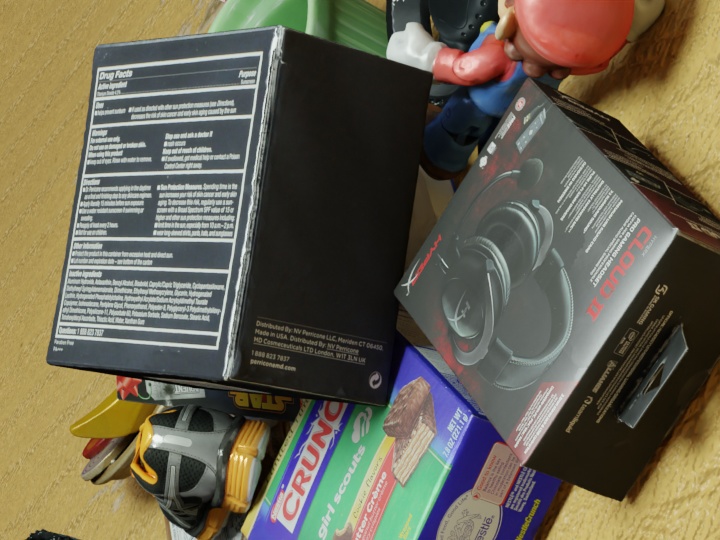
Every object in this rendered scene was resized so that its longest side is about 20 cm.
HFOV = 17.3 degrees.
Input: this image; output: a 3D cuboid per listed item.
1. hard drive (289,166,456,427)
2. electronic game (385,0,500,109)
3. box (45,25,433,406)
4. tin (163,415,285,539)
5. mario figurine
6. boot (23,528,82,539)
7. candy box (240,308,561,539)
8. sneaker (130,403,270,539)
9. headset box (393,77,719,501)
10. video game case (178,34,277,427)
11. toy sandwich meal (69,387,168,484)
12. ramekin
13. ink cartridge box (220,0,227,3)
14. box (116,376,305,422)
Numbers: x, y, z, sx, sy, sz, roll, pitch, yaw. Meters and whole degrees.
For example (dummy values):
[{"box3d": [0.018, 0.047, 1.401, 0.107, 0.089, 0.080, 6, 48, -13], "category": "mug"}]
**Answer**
[{"box3d": [0.000, 0.000, 1.537, 0.200, 0.025, 0.132, -57, 32, 34], "category": "hard drive"}, {"box3d": [0.073, -0.184, 1.527, 0.200, 0.041, 0.201, -17, 71, 60], "category": "electronic game"}, {"box3d": [-0.072, -0.030, 1.390, 0.200, 0.123, 0.199, 2, 83, 52], "category": "box"}, {"box3d": [-0.092, 0.150, 1.621, 0.112, 0.042, 0.200, -50, 31, 24], "category": "tin"}, {"box3d": [0.096, -0.140, 1.387, 0.123, 0.106, 0.200, -39, -9, -37], "category": "mario figurine"}, {"box3d": [-0.148, 0.203, 1.474, 0.198, 0.162, 0.074, -2, 75, 59], "category": "boot"}, {"box3d": [0.023, 0.128, 1.370, 0.170, 0.077, 0.200, -65, 25, 9], "category": "candy box"}, {"box3d": [-0.111, 0.122, 1.521, 0.200, 0.077, 0.079, 130, 154, -70], "category": "sneaker"}, {"box3d": [0.118, 0.013, 1.258, 0.149, 0.077, 0.200, -58, 33, 16], "category": "headset box"}, {"box3d": [-0.088, -0.026, 1.572, 0.182, 0.022, 0.201, 37, 117, 31], "category": "video game case"}, {"box3d": [-0.164, 0.060, 1.749, 0.205, 0.070, 0.205, -54, 15, 22], "category": "toy sandwich meal"}, {"box3d": [-0.047, -0.112, 1.665, 0.200, 0.097, 0.201, -43, 35, 41], "category": "ramekin"}, {"box3d": [-0.055, -0.299, 1.842, 0.201, 0.084, 0.145, -65, 26, 8], "category": "ink cartridge box"}, {"box3d": [-0.078, 0.023, 1.528, 0.199, 0.040, 0.138, 3, 98, 40], "category": "box"}]
